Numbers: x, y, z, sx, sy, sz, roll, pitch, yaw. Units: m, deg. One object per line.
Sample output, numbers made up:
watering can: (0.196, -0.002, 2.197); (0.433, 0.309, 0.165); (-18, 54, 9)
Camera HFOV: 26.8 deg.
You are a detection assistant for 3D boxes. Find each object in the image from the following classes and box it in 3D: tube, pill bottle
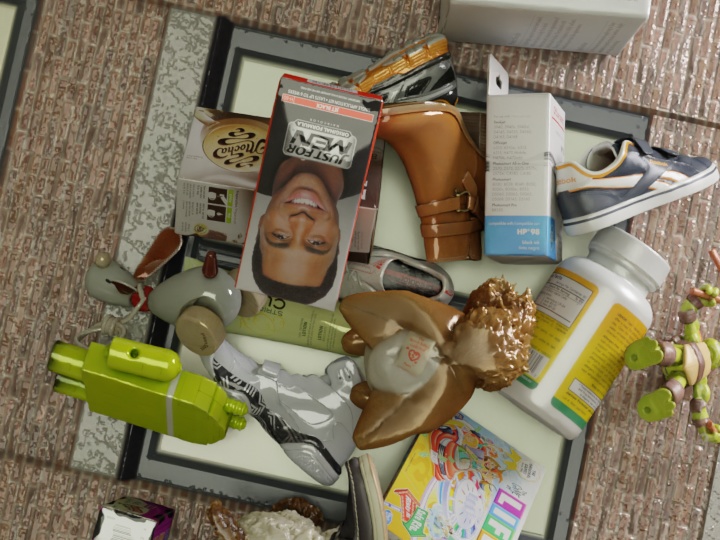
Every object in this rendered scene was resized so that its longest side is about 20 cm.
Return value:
tube: (-0.091, 0.044, 1.547); (0.197, 0.052, 0.059); (14, 69, 7)
pill bottle: (0.224, 0.058, 1.522); (0.112, 0.113, 0.201); (34, 87, 2)

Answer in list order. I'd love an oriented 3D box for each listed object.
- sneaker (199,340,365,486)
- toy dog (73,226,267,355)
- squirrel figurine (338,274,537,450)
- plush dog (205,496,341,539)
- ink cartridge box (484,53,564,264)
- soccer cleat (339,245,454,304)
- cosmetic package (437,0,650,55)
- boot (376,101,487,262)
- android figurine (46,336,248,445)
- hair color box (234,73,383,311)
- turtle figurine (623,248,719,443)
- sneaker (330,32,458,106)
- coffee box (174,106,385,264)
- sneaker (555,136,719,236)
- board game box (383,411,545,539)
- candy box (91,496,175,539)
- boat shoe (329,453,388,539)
sneaker: (-0.067, 0.114, 1.536); (0.200, 0.075, 0.115); (44, 86, -3)
toy dog: (-0.194, 0.010, 1.496); (0.197, 0.133, 0.097); (0, 125, 11)
squirrel figurine: (0.082, 0.086, 1.460); (0.197, 0.187, 0.143); (-15, 80, 9)
plush dog: (-0.102, 0.290, 1.473); (0.160, 0.172, 0.200); (44, 76, -3)
ink cartridge box: (0.167, -0.110, 1.525); (0.066, 0.116, 0.203); (1, 87, 15)
soccer cleat: (0.000, 0.000, 1.537); (0.197, 0.085, 0.070); (14, 86, 0)
cosmetic package: (0.184, -0.321, 1.521); (0.197, 0.165, 0.168); (5, 85, -1)
boot: (0.070, -0.086, 1.503); (0.198, 0.073, 0.157); (4, 91, -45)
android figurine: (-0.206, 0.120, 1.481); (0.197, 0.183, 0.042); (15, 65, 2)
hair color box: (-0.048, -0.074, 1.410); (0.100, 0.061, 0.203); (12, 100, -2)
turtle figurine: (0.325, 0.085, 1.522); (0.064, 0.160, 0.203); (3, 99, 40)
sneaker: (0.012, -0.168, 1.557); (0.198, 0.078, 0.078); (-26, 110, 6)
coffee box: (-0.078, -0.086, 1.507); (0.197, 0.080, 0.114); (9, 45, 0)
sneaker: (0.280, -0.099, 1.519); (0.198, 0.078, 0.080); (-19, 93, -32)
board game box: (0.095, 0.228, 1.479); (0.134, 0.200, 0.034); (34, 128, 1)
candy box: (-0.244, 0.331, 1.487); (0.060, 0.136, 0.203); (14, 85, 2)
boat shoe: (-0.005, 0.267, 1.363); (0.064, 0.072, 0.203); (-5, 103, -1)
